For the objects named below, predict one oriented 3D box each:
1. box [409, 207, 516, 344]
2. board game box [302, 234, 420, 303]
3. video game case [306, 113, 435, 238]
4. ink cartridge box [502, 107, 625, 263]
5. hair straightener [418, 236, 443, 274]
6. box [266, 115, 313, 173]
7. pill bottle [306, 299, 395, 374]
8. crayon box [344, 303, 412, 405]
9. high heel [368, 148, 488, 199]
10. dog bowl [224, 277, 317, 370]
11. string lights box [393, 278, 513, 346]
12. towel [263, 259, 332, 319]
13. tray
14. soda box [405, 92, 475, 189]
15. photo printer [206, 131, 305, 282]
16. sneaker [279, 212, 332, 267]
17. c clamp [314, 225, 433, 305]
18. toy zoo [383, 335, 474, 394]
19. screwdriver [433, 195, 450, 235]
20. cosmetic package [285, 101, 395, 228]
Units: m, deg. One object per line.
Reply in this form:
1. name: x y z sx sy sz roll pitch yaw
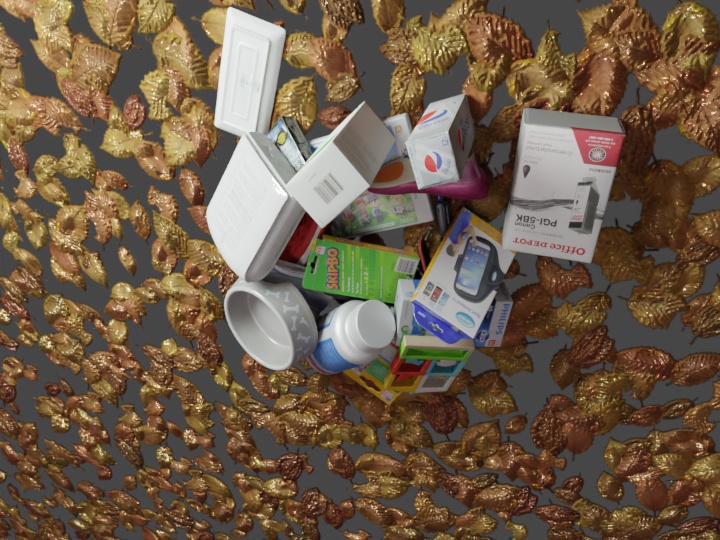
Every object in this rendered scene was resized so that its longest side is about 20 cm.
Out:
1. box: 0.167 0.014 0.956 0.117 0.204 0.041 31 165 -3
2. board game box: 0.000 0.000 1.013 0.193 0.030 0.098 9 116 -18
3. video game case: 0.014 -0.153 1.001 0.194 0.022 0.187 -9 115 23
4. ink cartridge box: 0.301 -0.127 0.883 0.141 0.083 0.206 9 121 12
5. hair straightener: 0.157 0.029 1.041 0.074 0.041 0.205 -3 121 20
6. box: -0.152 -0.143 1.012 0.200 0.039 0.139 -44 67 33
7. pill bottle: -0.020 0.120 1.063 0.112 0.113 0.199 45 148 -11
8. crayon box: 0.065 0.159 1.145 0.124 0.052 0.202 34 123 -3
9. high heel: 0.107 -0.135 0.943 0.194 0.069 0.097 -13 136 23
10. dog bowl: -0.170 0.094 1.065 0.196 0.058 0.206 23 131 28
11. string lights box: 0.158 0.075 1.022 0.192 0.060 0.106 1 125 -7
12. towel: -0.132 0.055 1.113 0.143 0.024 0.201 18 141 -20
13. tray: -0.192 -0.317 0.976 0.104 0.022 0.205 21 123 5
14. soda box: 0.120 -0.191 0.836 0.061 0.201 0.070 -10 117 23
15. photo printer: -0.178 -0.096 0.965 0.168 0.068 0.202 51 122 27
16. sneaker: -0.122 -0.074 1.045 0.114 0.079 0.202 33 134 -1
17. c clamp: 0.017 -0.017 1.038 0.193 0.027 0.176 7 117 -14
18. toy zoo: 0.118 0.181 1.068 0.126 0.021 0.203 4 143 -11
19. screwdriver: 0.132 -0.156 0.964 0.028 0.028 0.207 -10 112 -10
20. cosmetic package: -0.023 -0.163 0.874 0.107 0.202 0.085 -37 106 29
